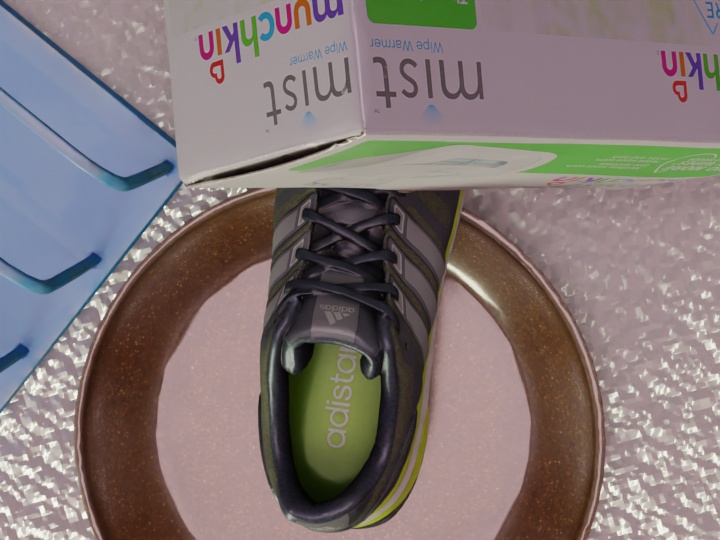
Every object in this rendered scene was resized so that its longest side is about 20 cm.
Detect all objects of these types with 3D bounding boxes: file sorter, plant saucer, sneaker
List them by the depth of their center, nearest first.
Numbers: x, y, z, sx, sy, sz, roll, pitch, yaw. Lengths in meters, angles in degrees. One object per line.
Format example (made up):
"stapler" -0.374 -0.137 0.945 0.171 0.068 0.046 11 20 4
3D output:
"sneaker" 0.000 0.000 0.728 0.074 0.081 0.200 2 97 4
"file sorter" -0.181 -0.002 0.757 0.139 0.123 0.200 39 97 -1
"plant saucer" -0.008 0.063 0.795 0.200 0.037 0.201 0 96 4

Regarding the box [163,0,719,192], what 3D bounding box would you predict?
"box" 0.036 -0.117 0.675 0.097 0.200 0.177 -12 81 49
